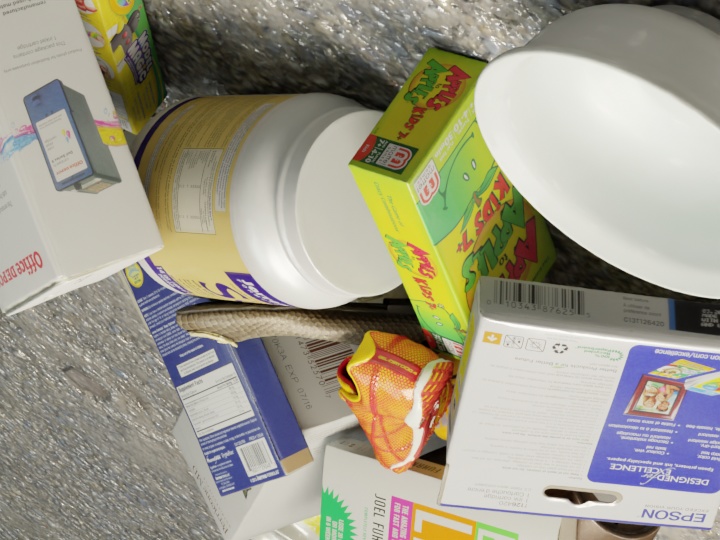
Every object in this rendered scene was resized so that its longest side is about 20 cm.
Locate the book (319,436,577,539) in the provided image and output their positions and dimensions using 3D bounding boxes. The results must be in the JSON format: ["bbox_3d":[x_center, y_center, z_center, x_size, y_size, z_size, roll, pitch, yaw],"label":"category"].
[{"bbox_3d":[0.062,0.211,1.692,0.199,0.048,0.134,13,111,29],"label":"book"}]

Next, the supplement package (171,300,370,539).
[{"bbox_3d":[-0.055,0.113,1.809,0.117,0.117,0.200,60,149,21],"label":"supplement package"}]

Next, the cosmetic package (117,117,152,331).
[{"bbox_3d":[-0.136,-0.021,1.801,0.103,0.087,0.200,24,156,25],"label":"cosmetic package"}]

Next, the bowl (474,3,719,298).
[{"bbox_3d":[0.170,-0.082,1.263,0.200,0.091,0.201,29,157,14],"label":"bowl"}]

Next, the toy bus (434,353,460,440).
[{"bbox_3d":[0.097,0.074,1.652,0.200,0.065,0.079,-25,76,64],"label":"toy bus"}]

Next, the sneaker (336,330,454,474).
[{"bbox_3d":[0.023,0.086,1.601,0.077,0.073,0.200,28,160,10],"label":"sneaker"}]

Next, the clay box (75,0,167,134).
[{"bbox_3d":[-0.208,-0.190,1.625,0.115,0.048,0.200,28,154,19],"label":"clay box"}]

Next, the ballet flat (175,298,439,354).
[{"bbox_3d":[-0.032,0.043,1.624,0.199,0.047,0.067,1,-173,-1],"label":"ballet flat"}]

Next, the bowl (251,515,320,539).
[{"bbox_3d":[-0.049,0.211,2.102,0.200,0.108,0.200,29,156,14],"label":"bowl"}]

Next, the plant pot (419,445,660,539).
[{"bbox_3d":[0.141,0.191,1.750,0.187,0.187,0.200,39,142,-9],"label":"plant pot"}]

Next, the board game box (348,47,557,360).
[{"bbox_3d":[0.064,-0.037,1.479,0.047,0.102,0.200,18,152,31],"label":"board game box"}]

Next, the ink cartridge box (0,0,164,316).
[{"bbox_3d":[-0.227,-0.083,1.578,0.145,0.087,0.201,-23,86,63],"label":"ink cartridge box"}]

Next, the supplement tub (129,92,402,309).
[{"bbox_3d":[-0.057,-0.049,1.565,0.200,0.146,0.146,5,143,51],"label":"supplement tub"}]

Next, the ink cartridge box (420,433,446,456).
[{"bbox_3d":[0.045,0.230,1.891,0.109,0.200,0.050,31,157,9],"label":"ink cartridge box"}]

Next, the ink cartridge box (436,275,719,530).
[{"bbox_3d":[0.160,0.092,1.513,0.196,0.047,0.200,6,141,-4],"label":"ink cartridge box"}]

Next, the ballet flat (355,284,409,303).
[{"bbox_3d":[0.000,0.000,1.687,0.199,0.064,0.076,19,151,32],"label":"ballet flat"}]

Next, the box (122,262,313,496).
[{"bbox_3d":[-0.110,0.066,1.713,0.121,0.032,0.201,-24,90,60],"label":"box"}]
